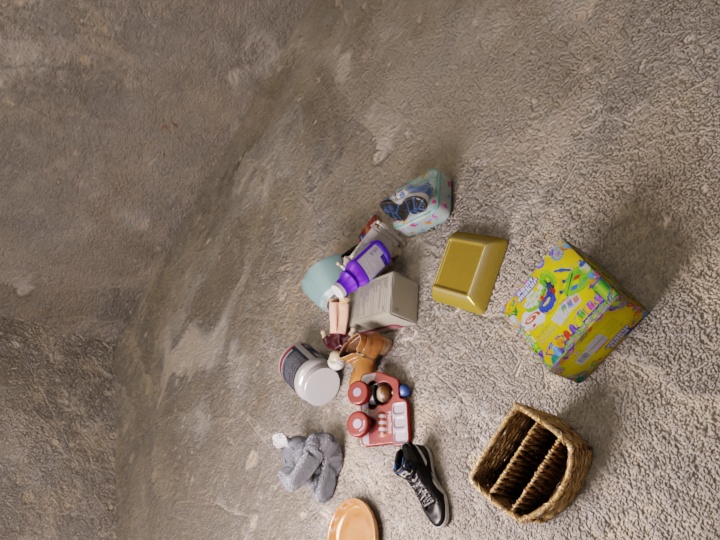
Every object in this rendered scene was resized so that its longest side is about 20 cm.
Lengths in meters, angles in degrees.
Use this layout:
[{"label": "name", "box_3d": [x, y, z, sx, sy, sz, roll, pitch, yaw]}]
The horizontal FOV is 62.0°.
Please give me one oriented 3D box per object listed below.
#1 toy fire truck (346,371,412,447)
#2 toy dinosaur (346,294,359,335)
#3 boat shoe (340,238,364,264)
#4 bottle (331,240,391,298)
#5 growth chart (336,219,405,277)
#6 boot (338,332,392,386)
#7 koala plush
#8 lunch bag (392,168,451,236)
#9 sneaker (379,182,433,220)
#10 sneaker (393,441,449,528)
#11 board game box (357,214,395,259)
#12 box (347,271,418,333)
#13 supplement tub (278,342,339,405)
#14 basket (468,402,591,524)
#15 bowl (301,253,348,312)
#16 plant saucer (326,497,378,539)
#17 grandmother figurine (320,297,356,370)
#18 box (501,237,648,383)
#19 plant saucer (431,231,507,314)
[{"label": "toy fire truck", "box_3d": [0.060, 0.372, 1.606, 0.165, 0.112, 0.203, -12, 60, 23]}, {"label": "toy dinosaur", "box_3d": [-0.049, 0.158, 1.802, 0.084, 0.137, 0.201, -7, 36, 25]}, {"label": "boat shoe", "box_3d": [0.027, -0.066, 1.813, 0.199, 0.065, 0.073, -37, 42, -17]}, {"label": "bottle", "box_3d": [0.000, 0.000, 1.701, 0.200, 0.084, 0.065, -44, 17, -26]}, {"label": "growth chart", "box_3d": [0.038, -0.047, 1.779, 0.200, 0.145, 0.018, -48, 28, -6]}, {"label": "boot", "box_3d": [-0.010, 0.255, 1.692, 0.074, 0.154, 0.202, 40, 105, 36]}, {"label": "koala plush", "box_3d": [-0.163, 0.544, 1.757, 0.199, 0.177, 0.186, 7, 66, 55]}, {"label": "lunch bag", "box_3d": [0.175, -0.201, 1.762, 0.198, 0.076, 0.163, -21, 56, 45]}, {"label": "sneaker", "box_3d": [0.133, -0.197, 1.704, 0.198, 0.076, 0.078, -4, 45, 52]}, {"label": "sneaker", "box_3d": [0.132, 0.503, 1.412, 0.073, 0.111, 0.202, -47, 40, 28]}, {"label": "board game box", "box_3d": [0.053, -0.083, 1.918, 0.103, 0.019, 0.201, -51, 38, 22]}, {"label": "box", "box_3d": [0.061, 0.099, 1.729, 0.198, 0.108, 0.130, -20, 56, 47]}, {"label": "supplement tub", "box_3d": [-0.163, 0.323, 1.885, 0.199, 0.139, 0.142, 29, 95, 56]}, {"label": "basket", "box_3d": [0.335, 0.386, 1.169, 0.202, 0.148, 0.143, -59, 36, 11]}, {"label": "bowl", "box_3d": [-0.076, 0.056, 1.880, 0.201, 0.199, 0.106, -48, 52, 26]}, {"label": "plant saucer", "box_3d": [-0.016, 0.705, 1.570, 0.199, 0.037, 0.203, -30, 49, 41]}, {"label": "grandmother figurine", "box_3d": [-0.068, 0.183, 1.722, 0.120, 0.060, 0.204, -11, 73, 43]}, {"label": "box", "box_3d": [0.430, 0.081, 1.226, 0.201, 0.121, 0.194, -53, 37, 21]}, {"label": "plant saucer", "box_3d": [0.268, -0.005, 1.558, 0.199, 0.048, 0.203, 15, 85, 55]}]
